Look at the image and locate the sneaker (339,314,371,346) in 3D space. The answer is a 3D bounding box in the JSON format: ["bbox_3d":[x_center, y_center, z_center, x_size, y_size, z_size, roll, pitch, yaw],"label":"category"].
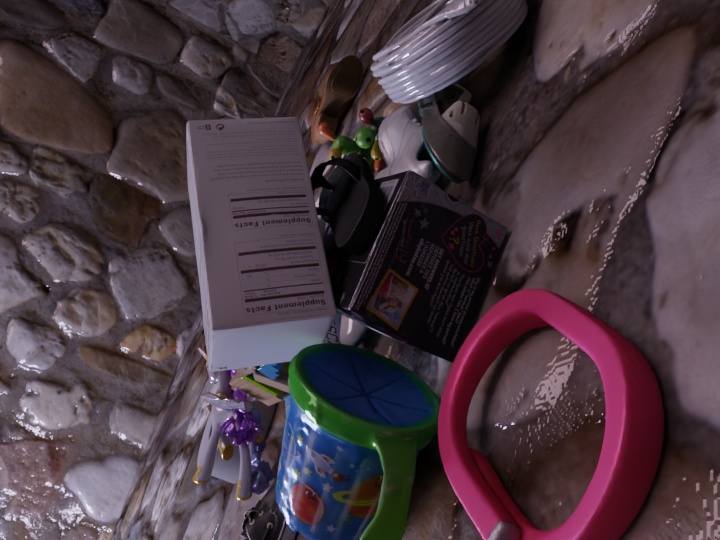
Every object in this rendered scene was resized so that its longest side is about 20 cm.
[{"bbox_3d":[0.000,0.000,0.837,0.072,0.071,0.204,-36,35,55],"label":"sneaker"}]

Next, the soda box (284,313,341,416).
[{"bbox_3d":[-0.060,0.089,0.855,0.069,0.062,0.203,-54,31,32],"label":"soda box"}]

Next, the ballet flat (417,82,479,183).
[{"bbox_3d":[0.101,-0.169,0.764,0.064,0.067,0.202,-49,22,25],"label":"ballet flat"}]

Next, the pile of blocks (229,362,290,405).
[{"bbox_3d":[-0.104,0.086,0.763,0.201,0.080,0.063,100,-169,-60],"label":"pile of blocks"}]

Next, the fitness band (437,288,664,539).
[{"bbox_3d":[0.108,0.090,0.435,0.146,0.037,0.200,-63,18,9],"label":"fitness band"}]

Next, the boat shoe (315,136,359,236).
[{"bbox_3d":[-0.016,-0.134,1.125,0.061,0.072,0.203,34,94,30],"label":"boat shoe"}]

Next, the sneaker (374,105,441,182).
[{"bbox_3d":[0.070,-0.147,0.856,0.086,0.074,0.203,-33,34,30],"label":"sneaker"}]

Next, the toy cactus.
[{"bbox_3d":[0.023,-0.200,0.992,0.165,0.102,0.200,-44,-12,0],"label":"toy cactus"}]

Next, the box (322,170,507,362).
[{"bbox_3d":[0.034,-0.007,0.667,0.135,0.113,0.199,-65,17,-5],"label":"box"}]

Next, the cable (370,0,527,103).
[{"bbox_3d":[0.103,-0.278,0.804,0.197,0.070,0.201,-25,23,38],"label":"cable"}]

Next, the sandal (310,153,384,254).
[{"bbox_3d":[-0.021,-0.076,0.651,0.077,0.047,0.201,-62,17,9],"label":"sandal"}]

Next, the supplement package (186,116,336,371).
[{"bbox_3d":[-0.099,-0.025,0.642,0.114,0.106,0.205,118,143,-62],"label":"supplement package"}]

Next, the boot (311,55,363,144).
[{"bbox_3d":[-0.065,-0.389,1.580,0.204,0.072,0.155,-64,12,-2],"label":"boot"}]

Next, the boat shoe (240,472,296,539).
[{"bbox_3d":[-0.112,0.307,0.788,0.068,0.056,0.205,-22,47,67],"label":"boat shoe"}]

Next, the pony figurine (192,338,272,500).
[{"bbox_3d":[-0.163,0.197,0.933,0.190,0.164,0.206,2,93,42],"label":"pony figurine"}]

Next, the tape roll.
[{"bbox_3d":[-0.203,0.245,1.145,0.202,0.065,0.202,-55,19,30],"label":"tape roll"}]

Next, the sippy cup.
[{"bbox_3d":[-0.012,0.153,0.586,0.178,0.137,0.133,-42,-27,-71],"label":"sippy cup"}]
